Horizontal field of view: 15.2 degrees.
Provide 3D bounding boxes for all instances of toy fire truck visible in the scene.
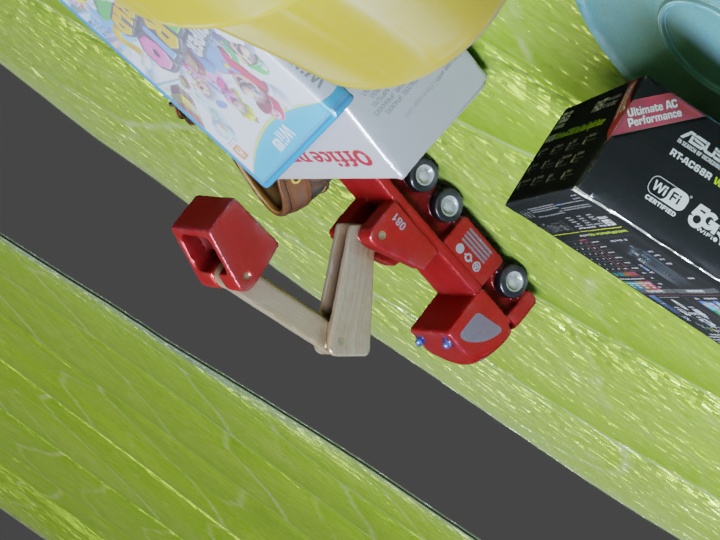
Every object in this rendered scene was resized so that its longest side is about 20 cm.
[{"bbox_3d":[0.000,0.000,1.574,0.200,0.141,0.049,49,159,-24],"label":"toy fire truck"}]

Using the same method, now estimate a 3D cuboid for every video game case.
[{"bbox_3d":[-0.101,-0.132,1.404,0.200,0.018,0.143,42,159,-4],"label":"video game case"}]

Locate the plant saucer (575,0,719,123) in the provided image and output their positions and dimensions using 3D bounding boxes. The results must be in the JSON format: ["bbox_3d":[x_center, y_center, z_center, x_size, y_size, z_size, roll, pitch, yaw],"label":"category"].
[{"bbox_3d":[0.162,-0.103,1.183,0.200,0.027,0.200,36,160,15],"label":"plant saucer"}]

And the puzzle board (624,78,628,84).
[{"bbox_3d":[0.184,-0.086,1.243,0.151,0.017,0.200,32,158,25],"label":"puzzle board"}]

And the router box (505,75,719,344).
[{"bbox_3d":[0.159,-0.019,1.259,0.150,0.062,0.200,33,176,-5],"label":"router box"}]

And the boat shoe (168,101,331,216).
[{"bbox_3d":[-0.080,-0.114,1.580,0.200,0.068,0.072,50,158,-26],"label":"boat shoe"}]

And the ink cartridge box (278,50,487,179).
[{"bbox_3d":[-0.048,-0.144,1.434,0.200,0.083,0.145,49,158,-24],"label":"ink cartridge box"}]

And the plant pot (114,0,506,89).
[{"bbox_3d":[-0.026,-0.177,1.189,0.200,0.201,0.189,23,169,39],"label":"plant pot"}]
